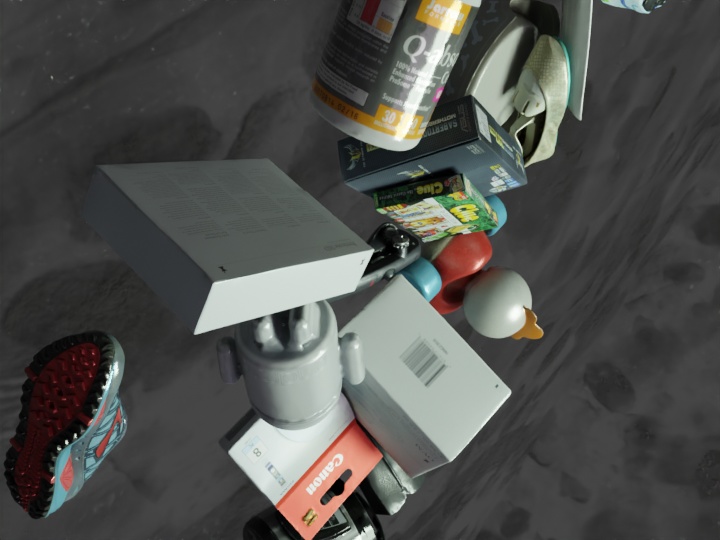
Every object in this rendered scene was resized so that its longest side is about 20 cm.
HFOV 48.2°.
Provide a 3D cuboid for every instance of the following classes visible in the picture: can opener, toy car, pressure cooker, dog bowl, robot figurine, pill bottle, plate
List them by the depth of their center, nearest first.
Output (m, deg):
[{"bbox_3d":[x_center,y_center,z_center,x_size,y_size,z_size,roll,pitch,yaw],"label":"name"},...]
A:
[{"bbox_3d":[0.038,-0.220,0.709,0.115,0.116,0.203,-14,134,-53],"label":"pill bottle"},{"bbox_3d":[-0.078,0.099,0.896,0.203,0.165,0.115,86,8,-47],"label":"robot figurine"},{"bbox_3d":[0.253,-0.318,0.944,0.202,0.032,0.203,77,21,-50],"label":"plate"},{"bbox_3d":[0.157,-0.234,0.962,0.199,0.058,0.202,-40,152,-26],"label":"dog bowl"},{"bbox_3d":[0.000,0.000,0.980,0.198,0.063,0.080,-28,146,-43],"label":"can opener"},{"bbox_3d":[0.164,0.035,1.114,0.184,0.200,0.178,-41,168,-26],"label":"toy car"},{"bbox_3d":[-0.064,0.416,1.242,0.197,0.179,0.178,-23,-178,-28],"label":"pressure cooker"}]

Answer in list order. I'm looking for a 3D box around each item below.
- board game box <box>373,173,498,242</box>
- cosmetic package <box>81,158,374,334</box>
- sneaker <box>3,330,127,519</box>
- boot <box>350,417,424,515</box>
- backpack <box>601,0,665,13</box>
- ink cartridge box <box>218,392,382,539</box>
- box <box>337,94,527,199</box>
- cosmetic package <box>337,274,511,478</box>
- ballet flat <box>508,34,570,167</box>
[{"bbox_3d":[0.094,-0.069,0.941,0.103,0.024,0.199,-13,167,18],"label":"board game box"},{"bbox_3d":[-0.103,-0.030,0.665,0.198,0.150,0.052,-12,134,-53],"label":"cosmetic package"},{"bbox_3d":[-0.249,0.124,0.716,0.202,0.079,0.095,-57,165,28],"label":"sneaker"},{"bbox_3d":[0.039,0.226,1.173,0.163,0.202,0.066,-33,-178,-22],"label":"boot"},{"bbox_3d":[0.360,-0.427,0.997,0.162,0.151,0.204,-32,127,-46],"label":"backpack"},{"bbox_3d":[-0.066,0.239,1.055,0.160,0.047,0.201,-44,112,-18],"label":"ink cartridge box"},{"bbox_3d":[0.086,-0.118,0.894,0.155,0.052,0.199,-14,166,23],"label":"box"},{"bbox_3d":[0.058,0.145,1.041,0.123,0.200,0.200,-41,172,-20],"label":"cosmetic package"},{"bbox_3d":[0.211,-0.192,0.970,0.062,0.068,0.201,-30,149,-10],"label":"ballet flat"}]
